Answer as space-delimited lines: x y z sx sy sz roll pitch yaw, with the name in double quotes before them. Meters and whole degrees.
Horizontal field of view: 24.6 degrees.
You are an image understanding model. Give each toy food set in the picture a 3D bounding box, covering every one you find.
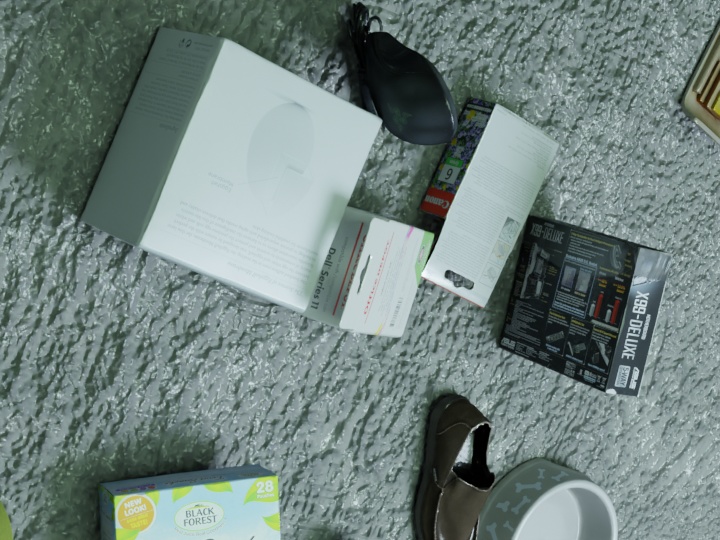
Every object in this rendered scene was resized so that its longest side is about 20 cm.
"toy food set" 0.477 -0.232 1.983 0.143 0.060 0.200 33 82 -38

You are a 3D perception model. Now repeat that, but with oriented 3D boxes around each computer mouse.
"computer mouse" 0.029 -0.170 1.589 0.053 0.200 0.139 -23 118 -14

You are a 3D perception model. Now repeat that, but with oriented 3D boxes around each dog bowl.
"dog bowl" 0.221 0.322 1.947 0.200 0.059 0.200 -10 108 -35

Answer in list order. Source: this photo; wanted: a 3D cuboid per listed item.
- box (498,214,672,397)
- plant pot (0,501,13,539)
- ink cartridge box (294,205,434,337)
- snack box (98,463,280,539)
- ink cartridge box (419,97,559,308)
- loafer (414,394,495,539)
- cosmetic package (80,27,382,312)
"box" 0.239 0.035 1.792 0.050 0.200 0.158 9 96 -32
"plant pot" -0.404 0.248 1.405 0.200 0.187 0.187 -17 113 -48
"ink cartridge box" 0.000 0.000 1.629 0.200 0.067 0.117 14 94 -71
"snack box" -0.163 0.299 1.612 0.169 0.068 0.200 -5 95 -22
"ink cartridge box" 0.126 -0.072 1.774 0.109 0.050 0.200 26 87 -39
"loafer" 0.108 0.241 1.832 0.073 0.071 0.200 -11 109 -34
"cosmetic package" -0.119 -0.092 1.539 0.199 0.123 0.200 24 86 -38
